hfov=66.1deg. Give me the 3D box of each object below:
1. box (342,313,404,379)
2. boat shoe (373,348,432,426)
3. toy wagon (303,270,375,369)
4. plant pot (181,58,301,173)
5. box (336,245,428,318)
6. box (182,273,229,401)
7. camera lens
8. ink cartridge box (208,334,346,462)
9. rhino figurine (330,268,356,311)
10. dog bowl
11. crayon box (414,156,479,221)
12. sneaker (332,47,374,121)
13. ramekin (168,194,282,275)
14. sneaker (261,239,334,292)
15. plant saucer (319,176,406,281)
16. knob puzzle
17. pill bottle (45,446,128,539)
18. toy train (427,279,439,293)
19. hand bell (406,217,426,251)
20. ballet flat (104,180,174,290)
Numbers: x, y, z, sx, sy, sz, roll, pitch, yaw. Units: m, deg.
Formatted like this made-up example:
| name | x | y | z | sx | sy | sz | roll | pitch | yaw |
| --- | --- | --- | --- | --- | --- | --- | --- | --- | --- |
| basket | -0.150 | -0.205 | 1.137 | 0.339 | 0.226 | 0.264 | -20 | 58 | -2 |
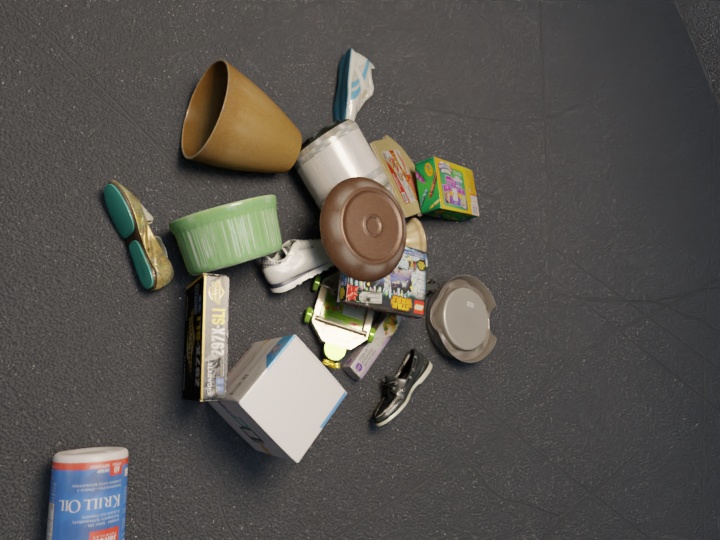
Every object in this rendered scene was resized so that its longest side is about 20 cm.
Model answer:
| name | x | y | z | sx | sy | sz | roll | pitch | yaw |
| --- | --- | --- | --- | --- | --- | --- | --- | --- | --- |
| box | 0.036 | 0.147 | 1.206 | 0.039 | 0.041 | 0.201 | 46 | 62 | -14 |
| boat shoe | 0.081 | 0.246 | 1.194 | 0.199 | 0.074 | 0.067 | -43 | 100 | -30 |
| toy wagon | -0.041 | 0.104 | 1.151 | 0.151 | 0.040 | 0.206 | 18 | 72 | -8 |
| plant pot | -0.217 | -0.272 | 1.072 | 0.197 | 0.184 | 0.192 | 17 | 71 | -39 |
| box | 0.050 | 0.012 | 1.115 | 0.195 | 0.040 | 0.141 | 13 | 76 | -31 |
| box | -0.270 | 0.120 | 0.958 | 0.048 | 0.159 | 0.207 | 5 | 78 | -29 |
| camera lens | -0.036 | -0.197 | 1.161 | 0.159 | 0.159 | 0.203 | -36 | 99 | -31 |
| ink cartridge box | -0.154 | 0.224 | 0.983 | 0.147 | 0.198 | 0.147 | 49 | 61 | -14 |
| rhino figurine | 0.000 | 0.000 | 1.146 | 0.086 | 0.060 | 0.203 | 31 | 64 | -4 |
| dog bowl | 0.241 | 0.117 | 1.325 | 0.195 | 0.058 | 0.207 | 7 | 77 | -30 |
| crayon box | 0.211 | -0.191 | 1.331 | 0.197 | 0.057 | 0.123 | 2 | 78 | -52 |
| sneaker | -0.012 | -0.405 | 1.268 | 0.079 | 0.076 | 0.206 | 16 | 74 | -29 |
| ramekin | -0.235 | -0.062 | 0.998 | 0.196 | 0.198 | 0.101 | -19 | 97 | -32 |
| sneaker | -0.110 | -0.032 | 1.126 | 0.198 | 0.075 | 0.082 | -32 | 108 | -33 |
| plant saucer | 0.016 | -0.083 | 1.061 | 0.195 | 0.036 | 0.207 | 5 | 80 | -31 |
| knob puzzle | 0.092 | -0.214 | 1.280 | 0.219 | 0.030 | 0.224 | 40 | 37 | -39 |
| pill bottle | -0.417 | 0.382 | 0.845 | 0.109 | 0.111 | 0.207 | 4 | 78 | -30 |
| toy train | 0.097 | 0.045 | 1.261 | 0.195 | 0.045 | 0.035 | -5 | 87 | -29 |
| hand bell | 0.039 | -0.051 | 1.237 | 0.194 | 0.104 | 0.107 | -10 | 85 | -18 |
| ballet flat | -0.389 | -0.064 | 0.985 | 0.070 | 0.070 | 0.205 | -24 | 92 | -32 |
